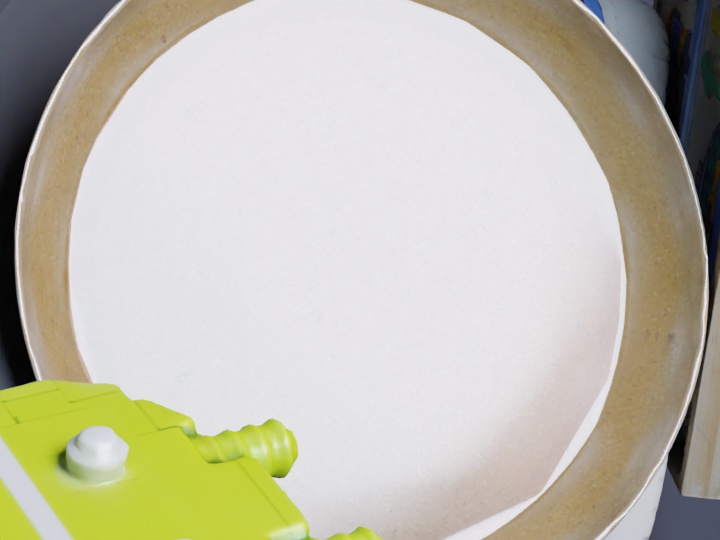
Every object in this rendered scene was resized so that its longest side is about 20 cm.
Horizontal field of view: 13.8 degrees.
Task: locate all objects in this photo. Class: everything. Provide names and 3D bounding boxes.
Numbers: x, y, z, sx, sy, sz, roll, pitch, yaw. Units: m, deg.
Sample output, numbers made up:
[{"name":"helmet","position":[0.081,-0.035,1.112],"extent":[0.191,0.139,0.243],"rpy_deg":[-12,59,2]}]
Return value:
[{"name":"puzzle box","position":[0.109,-0.049,0.892],"extent":[0.025,0.201,0.133],"rpy_deg":[4,21,-7]},{"name":"plant pot","position":[0.000,0.000,0.829],"extent":[0.199,0.027,0.201],"rpy_deg":[3,81,-16]},{"name":"android figurine","position":[-0.091,0.076,0.661],"extent":[0.199,0.041,0.182],"rpy_deg":[-12,37,-25]},{"name":"sneaker","position":[0.031,0.005,0.891],"extent":[0.111,0.077,0.201],"rpy_deg":[9,75,-18]}]
